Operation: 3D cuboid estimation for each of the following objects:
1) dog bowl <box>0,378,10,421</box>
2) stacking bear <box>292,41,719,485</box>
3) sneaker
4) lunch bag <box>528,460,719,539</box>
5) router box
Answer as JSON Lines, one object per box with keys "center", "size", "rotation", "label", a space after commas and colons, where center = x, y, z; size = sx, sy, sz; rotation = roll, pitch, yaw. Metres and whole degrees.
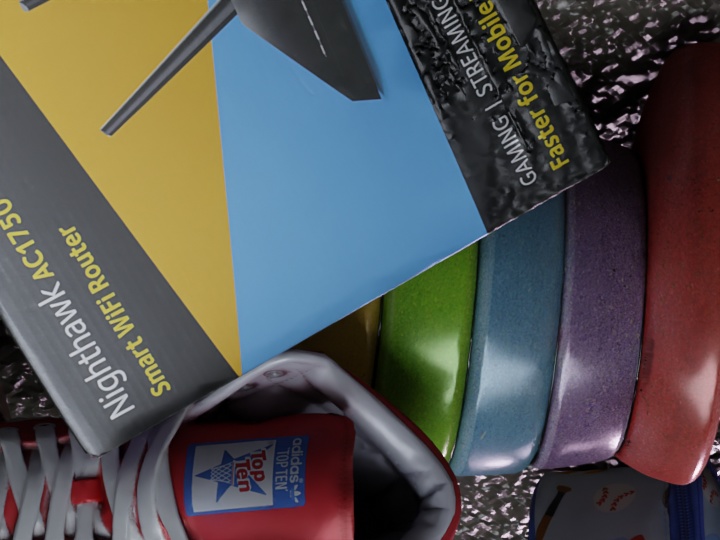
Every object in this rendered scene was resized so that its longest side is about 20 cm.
{"center": [-0.201, 0.038, 0.855], "size": [0.199, 0.074, 0.200], "rotation": [-1, 141, -1], "label": "dog bowl"}
{"center": [0.000, 0.000, 0.802], "size": [0.199, 0.114, 0.122], "rotation": [4, 141, -2], "label": "stacking bear"}
{"center": [-0.071, 0.062, 0.725], "size": [0.199, 0.071, 0.112], "rotation": [1, 165, -25], "label": "sneaker"}
{"center": [0.109, 0.170, 0.971], "size": [0.075, 0.161, 0.200], "rotation": [-12, 139, 11], "label": "lunch bag"}
{"center": [-0.049, -0.076, 0.656], "size": [0.149, 0.051, 0.200], "rotation": [-30, 116, -1], "label": "router box"}
